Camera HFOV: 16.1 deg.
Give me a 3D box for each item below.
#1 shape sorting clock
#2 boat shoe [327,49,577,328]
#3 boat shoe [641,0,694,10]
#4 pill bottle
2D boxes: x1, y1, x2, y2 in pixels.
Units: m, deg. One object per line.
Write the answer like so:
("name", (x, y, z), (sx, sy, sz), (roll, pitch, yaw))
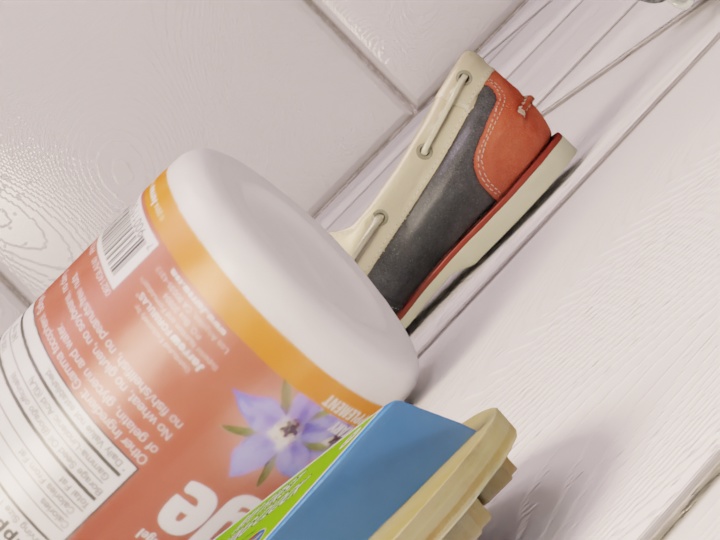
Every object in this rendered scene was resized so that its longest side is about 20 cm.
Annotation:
("shape sorting clock", (-0.042, 0.099, 0.526), (0.200, 0.039, 0.200), (-45, 2, 2))
("boat shoe", (0.000, 0.000, 1.044), (0.200, 0.063, 0.071), (-46, 5, 4))
("boat shoe", (0.140, -0.154, 1.081), (0.068, 0.074, 0.199), (-41, 3, -5))
("pill bottle", (-0.085, 0.064, 0.866), (0.200, 0.112, 0.112), (-45, 3, 11))
